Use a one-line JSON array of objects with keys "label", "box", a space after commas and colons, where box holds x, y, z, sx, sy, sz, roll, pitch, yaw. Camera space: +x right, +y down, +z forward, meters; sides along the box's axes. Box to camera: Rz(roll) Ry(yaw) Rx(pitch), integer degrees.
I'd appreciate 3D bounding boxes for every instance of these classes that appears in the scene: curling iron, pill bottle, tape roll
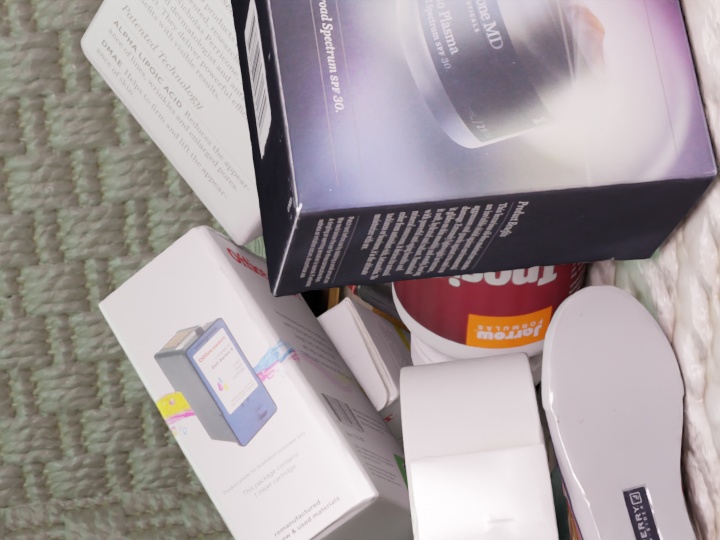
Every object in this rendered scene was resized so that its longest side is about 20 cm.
[{"label": "curling iron", "box": [0.000, 0.000, 1.222, 0.200, 0.025, 0.050, 43, 150, 51]}, {"label": "pill bottle", "box": [0.075, -0.021, 1.039, 0.113, 0.112, 0.201, -105, 12, -45]}, {"label": "tape roll", "box": [0.068, 0.145, 0.962, 0.202, 0.070, 0.203, -7, -90, -86]}]

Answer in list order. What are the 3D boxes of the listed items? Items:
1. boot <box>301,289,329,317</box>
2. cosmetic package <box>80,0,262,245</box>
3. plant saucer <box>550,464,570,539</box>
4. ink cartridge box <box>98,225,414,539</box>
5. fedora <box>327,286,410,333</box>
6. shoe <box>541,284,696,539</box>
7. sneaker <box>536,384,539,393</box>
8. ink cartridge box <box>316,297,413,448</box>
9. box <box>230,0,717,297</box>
[{"label": "boot", "box": [-0.077, 0.031, 1.316, 0.200, 0.097, 0.075, -8, -74, -76]}, {"label": "cosmetic package", "box": [-0.029, -0.155, 1.082, 0.165, 0.165, 0.200, 51, 138, 8]}, {"label": "plant saucer", "box": [0.130, 0.200, 1.078, 0.201, 0.039, 0.202, 173, 90, -82]}, {"label": "ink cartridge box", "box": [-0.050, 0.085, 1.089, 0.200, 0.087, 0.145, 58, -171, 22]}, {"label": "fedora", "box": [0.030, 0.009, 1.364, 0.201, 0.081, 0.202, 9, -90, -79]}, {"label": "shoe", "box": [0.127, 0.114, 0.929, 0.091, 0.071, 0.201, 121, 139, -71]}, {"label": "sneaker", "box": [0.065, 0.037, 1.228, 0.121, 0.083, 0.201, 126, 145, -70]}, {"label": "ink cartridge box", "box": [-0.010, 0.109, 1.270, 0.084, 0.145, 0.200, 62, -166, 24]}, {"label": "box", "box": [0.046, -0.107, 0.882, 0.123, 0.197, 0.201, 115, 148, -69]}]
